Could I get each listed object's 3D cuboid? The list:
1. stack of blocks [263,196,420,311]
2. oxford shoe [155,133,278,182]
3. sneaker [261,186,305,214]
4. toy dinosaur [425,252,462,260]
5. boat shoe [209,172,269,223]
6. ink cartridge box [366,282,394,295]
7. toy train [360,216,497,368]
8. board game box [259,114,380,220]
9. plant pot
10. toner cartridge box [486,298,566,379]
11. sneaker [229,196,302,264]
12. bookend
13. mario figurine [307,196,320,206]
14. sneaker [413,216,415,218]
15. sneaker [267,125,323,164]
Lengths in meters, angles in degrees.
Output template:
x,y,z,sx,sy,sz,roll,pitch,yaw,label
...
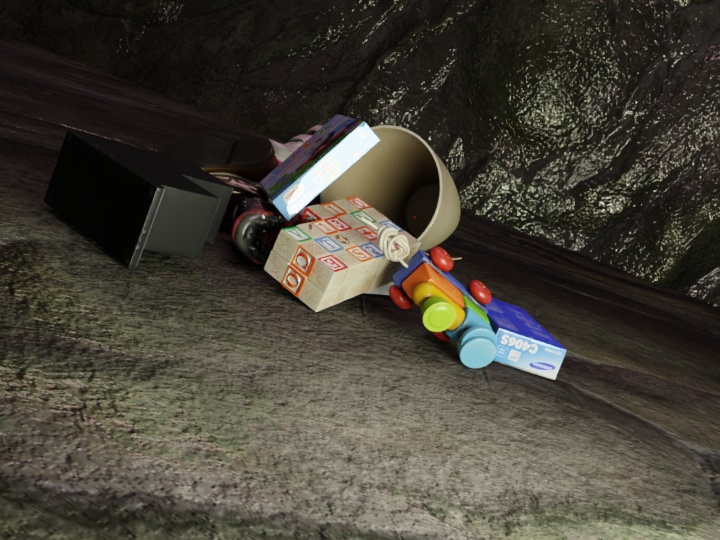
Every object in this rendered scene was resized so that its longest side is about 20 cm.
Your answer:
x,y,z,sx,sy,sz,roll,pitch,yaw,label
-0.028,-0.026,1.075,0.115,0.059,0.200,37,28,20,stack of blocks
-0.214,-0.156,1.295,0.200,0.071,0.071,8,-33,21,oxford shoe
-0.185,-0.103,1.341,0.200,0.074,0.116,18,8,43,sneaker
0.057,-0.045,1.435,0.200,0.060,0.106,22,7,-37,toy dinosaur
-0.232,-0.102,1.234,0.202,0.075,0.075,9,19,-1,boat shoe
0.000,0.000,1.224,0.099,0.039,0.200,28,12,38,ink cartridge box
0.075,0.026,1.000,0.200,0.085,0.116,39,16,-24,toy train
-0.060,-0.142,1.155,0.037,0.151,0.200,49,0,-16,board game box
0.071,-0.099,1.287,0.187,0.187,0.200,25,6,28,plant pot
0.193,0.080,1.158,0.095,0.043,0.200,17,10,-9,toner cartridge box
-0.139,-0.056,1.157,0.098,0.071,0.200,22,8,11,sneaker
-0.224,-0.071,1.015,0.199,0.092,0.200,30,13,38,bookend
-0.058,-0.073,1.459,0.106,0.124,0.200,-22,24,0,mario figurine
0.080,-0.102,1.485,0.115,0.200,0.078,25,38,4,sneaker
-0.080,-0.197,1.423,0.200,0.088,0.081,4,9,-46,sneaker
